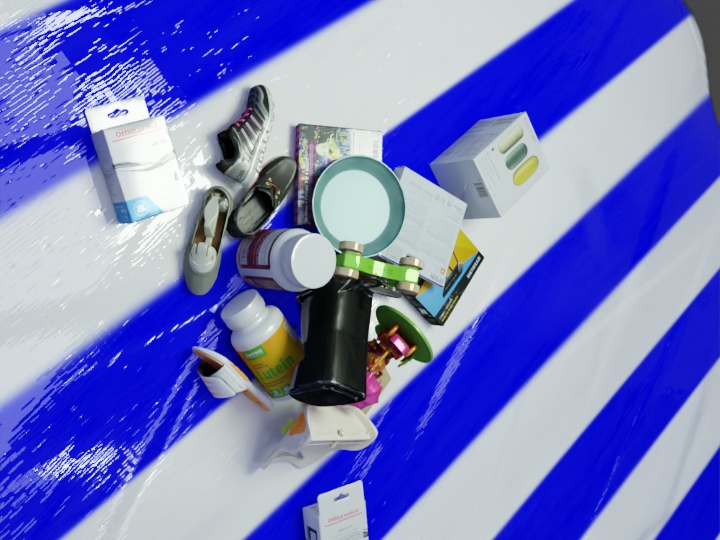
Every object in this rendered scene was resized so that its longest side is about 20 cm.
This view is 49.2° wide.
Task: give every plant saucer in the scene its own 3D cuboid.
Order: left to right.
[{"bbox_3d":[-0.006,-0.125,1.551,0.197,0.036,0.203,0,89,-20],"label":"plant saucer"}]

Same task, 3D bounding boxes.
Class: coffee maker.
[{"bbox_3d":[-0.043,0.128,1.408,0.133,0.192,0.203,14,61,-21],"label":"coffee maker"}]

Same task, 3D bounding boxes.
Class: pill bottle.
[{"bbox_3d":[-0.175,0.139,1.483,0.111,0.110,0.201,-45,116,-26],"label":"pill bottle"},{"bbox_3d":[-0.138,-0.020,1.449,0.113,0.199,0.116,-2,93,-36],"label":"pill bottle"}]

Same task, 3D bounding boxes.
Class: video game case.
[{"bbox_3d":[-0.044,-0.186,1.578,0.179,0.036,0.203,1,88,-20],"label":"video game case"}]

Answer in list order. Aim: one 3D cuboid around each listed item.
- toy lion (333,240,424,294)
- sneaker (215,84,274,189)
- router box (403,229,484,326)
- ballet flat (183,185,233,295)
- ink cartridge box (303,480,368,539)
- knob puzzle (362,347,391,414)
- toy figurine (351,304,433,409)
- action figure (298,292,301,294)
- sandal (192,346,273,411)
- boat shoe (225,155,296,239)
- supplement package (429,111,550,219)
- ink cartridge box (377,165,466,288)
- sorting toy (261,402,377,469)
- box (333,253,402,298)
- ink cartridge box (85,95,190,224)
[{"bbox_3d":[0.000,0.000,1.509,0.197,0.191,0.070,14,80,-16],"label":"toy lion"},{"bbox_3d":[-0.219,-0.258,1.458,0.087,0.073,0.203,16,79,-30],"label":"sneaker"},{"bbox_3d":[0.179,0.001,1.771,0.149,0.051,0.201,44,67,-27],"label":"router box"},{"bbox_3d":[-0.280,-0.058,1.423,0.066,0.064,0.203,13,81,0],"label":"ballet flat"},{"bbox_3d":[-0.049,0.534,1.608,0.115,0.067,0.203,-9,97,-36],"label":"ink cartridge box"},{"bbox_3d":[-0.027,0.226,1.630,0.218,0.030,0.223,-16,112,-45],"label":"knob puzzle"},{"bbox_3d":[0.020,0.188,1.544,0.184,0.200,0.150,-44,95,-21],"label":"toy figurine"},{"bbox_3d":[-0.079,0.079,1.592,0.065,0.051,0.202,-28,106,-27],"label":"action figure"},{"bbox_3d":[-0.241,0.218,1.458,0.207,0.079,0.060,48,63,-30],"label":"sandal"},{"bbox_3d":[-0.180,-0.141,1.500,0.074,0.063,0.202,48,64,-24],"label":"boat shoe"},{"bbox_3d":[0.295,-0.236,1.787,0.200,0.150,0.153,-42,114,-27],"label":"supplement package"},{"bbox_3d":[0.125,-0.089,1.676,0.198,0.040,0.203,26,75,-34],"label":"ink cartridge box"},{"bbox_3d":[-0.101,0.330,1.521,0.180,0.107,0.199,-47,146,22],"label":"sorting toy"},{"bbox_3d":[0.034,-0.056,1.666,0.157,0.048,0.203,16,82,-36],"label":"box"},{"bbox_3d":[-0.381,-0.193,1.345,0.115,0.067,0.203,-23,105,-33],"label":"ink cartridge box"}]
